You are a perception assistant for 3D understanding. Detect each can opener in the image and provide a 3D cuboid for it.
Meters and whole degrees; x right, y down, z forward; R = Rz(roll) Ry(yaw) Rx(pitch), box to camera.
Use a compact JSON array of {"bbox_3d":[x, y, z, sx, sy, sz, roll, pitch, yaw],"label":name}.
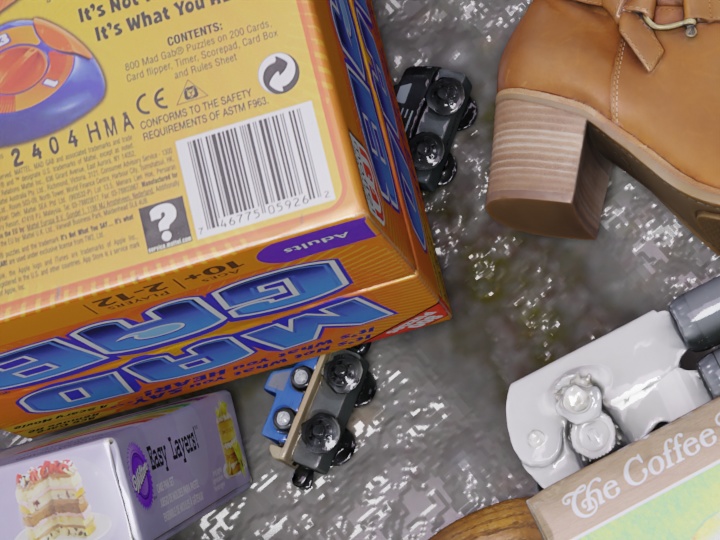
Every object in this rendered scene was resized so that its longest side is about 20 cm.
[{"bbox_3d":[0.148,0.030,0.815,0.199,0.066,0.053,-30,66,14],"label":"can opener"}]

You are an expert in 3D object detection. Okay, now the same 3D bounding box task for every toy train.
[{"bbox_3d":[0.000,0.000,0.909,0.046,0.034,0.201,16,79,20],"label":"toy train"}]

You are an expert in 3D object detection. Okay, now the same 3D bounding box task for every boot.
[{"bbox_3d":[0.158,-0.084,0.881,0.199,0.077,0.156,7,71,23],"label":"boot"}]

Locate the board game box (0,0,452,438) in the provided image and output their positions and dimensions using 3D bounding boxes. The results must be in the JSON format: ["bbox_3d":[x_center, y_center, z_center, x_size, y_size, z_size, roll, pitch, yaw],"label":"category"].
[{"bbox_3d":[-0.095,-0.065,0.816,0.199,0.200,0.201,-16,76,8],"label":"board game box"}]

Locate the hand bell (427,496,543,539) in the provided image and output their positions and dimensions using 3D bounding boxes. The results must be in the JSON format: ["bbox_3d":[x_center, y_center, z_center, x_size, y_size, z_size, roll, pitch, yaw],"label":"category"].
[{"bbox_3d":[0.004,0.132,0.855,0.199,0.104,0.105,-19,69,-5],"label":"hand bell"}]

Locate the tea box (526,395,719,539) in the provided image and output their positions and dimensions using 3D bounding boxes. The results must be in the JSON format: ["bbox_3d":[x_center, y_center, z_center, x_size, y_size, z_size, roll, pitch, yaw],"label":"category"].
[{"bbox_3d":[0.199,0.135,0.764,0.199,0.134,0.197,-29,68,4],"label":"tea box"}]

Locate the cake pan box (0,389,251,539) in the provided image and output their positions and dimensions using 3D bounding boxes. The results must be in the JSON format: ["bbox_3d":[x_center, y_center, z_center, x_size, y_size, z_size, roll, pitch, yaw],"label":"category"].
[{"bbox_3d":[-0.159,0.103,0.837,0.199,0.184,0.053,-15,88,12],"label":"cake pan box"}]
